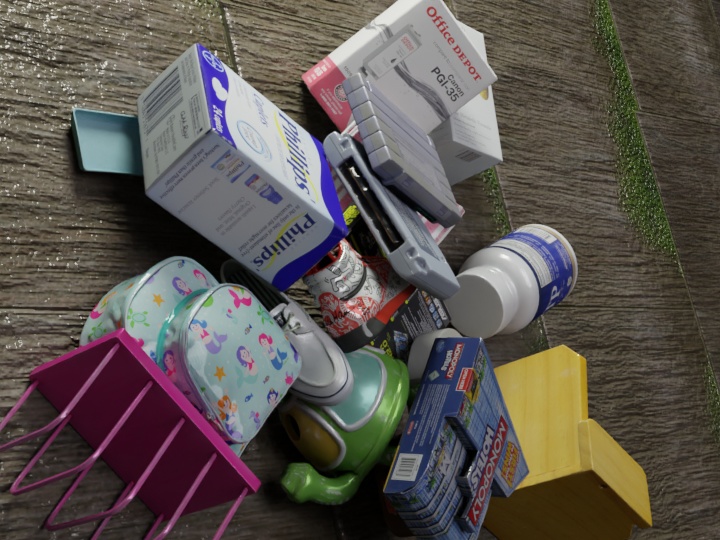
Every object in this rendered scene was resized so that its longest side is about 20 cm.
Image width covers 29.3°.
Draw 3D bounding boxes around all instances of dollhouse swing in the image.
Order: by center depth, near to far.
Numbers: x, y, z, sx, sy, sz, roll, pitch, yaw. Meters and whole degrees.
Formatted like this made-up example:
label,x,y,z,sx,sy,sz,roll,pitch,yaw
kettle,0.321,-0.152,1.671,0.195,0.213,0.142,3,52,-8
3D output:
label,x,y,z,sx,sy,sz,roll,pitch,yaw
dollhouse swing,0.245,0.227,1.729,0.182,0.200,0.176,43,43,-27

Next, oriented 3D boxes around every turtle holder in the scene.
label,x,y,z,sx,sy,sz,roll,pitch,yaw
turtle holder,-0.028,0.163,1.510,0.132,0.141,0.186,31,88,-18

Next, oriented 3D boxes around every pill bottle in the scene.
label,x,y,z,sx,sy,sz,roll,pitch,yaw
pill bottle,0.198,0.019,1.847,0.200,0.120,0.120,-27,93,-52

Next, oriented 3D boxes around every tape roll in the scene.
label,x,y,z,sx,sy,sz,roll,pitch,yaw
tape roll,0.106,0.169,1.637,0.203,0.037,0.204,-11,90,-70

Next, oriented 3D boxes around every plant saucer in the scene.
label,x,y,z,sx,sy,sz,roll,pitch,yaw
plant saucer,-0.231,-0.131,1.494,0.200,0.019,0.070,2,70,-51

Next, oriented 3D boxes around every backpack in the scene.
label,x,y,z,sx,sy,sz,roll,pitch,yaw
backpack,-0.169,0.090,1.357,0.200,0.150,0.178,51,41,-12

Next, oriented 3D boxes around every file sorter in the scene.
label,x,y,z,sx,sy,sz,roll,pitch,yaw
file sorter,-0.221,0.182,1.245,0.200,0.139,0.126,51,41,-19

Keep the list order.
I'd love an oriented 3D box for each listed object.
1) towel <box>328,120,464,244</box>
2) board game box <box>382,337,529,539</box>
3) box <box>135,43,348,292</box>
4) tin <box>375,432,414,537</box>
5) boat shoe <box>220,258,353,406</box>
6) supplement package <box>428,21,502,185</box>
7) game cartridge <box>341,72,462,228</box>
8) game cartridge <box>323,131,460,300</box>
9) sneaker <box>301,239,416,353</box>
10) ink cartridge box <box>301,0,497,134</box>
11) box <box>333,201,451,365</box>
label,x,y,z,sx,sy,sz,roll,pitch,yaw
towel,0.027,-0.082,1.704,0.200,0.030,0.146,45,80,-26
board game box,0.116,0.212,1.514,0.200,0.062,0.200,56,44,-42
box,-0.127,-0.109,1.456,0.200,0.105,0.184,38,22,-33
tin,0.067,0.242,1.597,0.200,0.042,0.112,-12,86,-69
boat shoe,-0.088,0.065,1.456,0.200,0.074,0.067,40,-12,28
supplement package,0.106,-0.232,1.874,0.114,0.109,0.201,16,60,-46
game cartridge,0.049,-0.133,1.599,0.200,0.038,0.130,34,37,-57
game cartridge,0.037,-0.058,1.548,0.200,0.041,0.133,59,9,24
sneaker,0.001,0.000,1.522,0.108,0.067,0.201,60,28,-13
ink cartridge box,0.049,-0.243,1.734,0.147,0.200,0.083,51,4,-18
box,0.021,0.024,1.647,0.160,0.044,0.200,-49,121,-42
